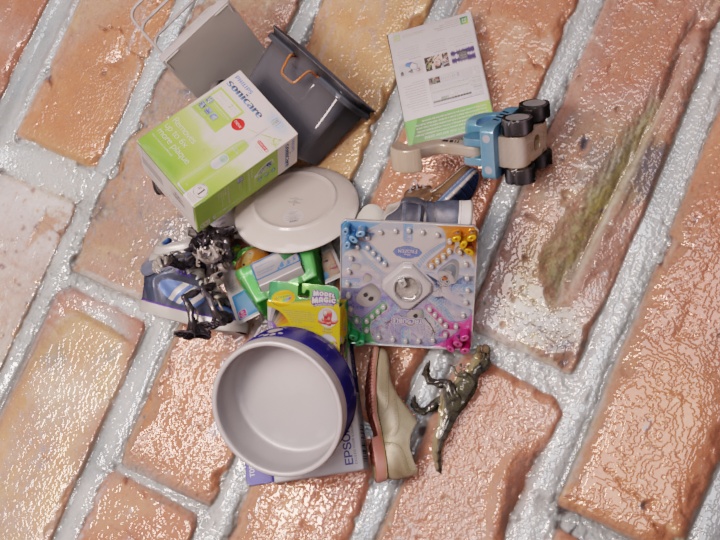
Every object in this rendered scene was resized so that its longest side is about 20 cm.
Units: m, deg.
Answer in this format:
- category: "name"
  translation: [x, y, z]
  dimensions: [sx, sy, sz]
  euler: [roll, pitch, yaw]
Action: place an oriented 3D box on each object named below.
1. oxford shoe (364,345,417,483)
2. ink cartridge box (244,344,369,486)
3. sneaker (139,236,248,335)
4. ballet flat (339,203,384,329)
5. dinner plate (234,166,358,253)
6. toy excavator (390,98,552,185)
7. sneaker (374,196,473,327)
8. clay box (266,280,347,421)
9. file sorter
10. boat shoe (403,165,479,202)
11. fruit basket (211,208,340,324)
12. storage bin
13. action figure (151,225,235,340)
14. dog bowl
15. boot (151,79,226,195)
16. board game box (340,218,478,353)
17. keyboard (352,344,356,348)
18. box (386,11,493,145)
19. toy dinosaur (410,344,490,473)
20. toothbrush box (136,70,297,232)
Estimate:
- category: "oxford shoe"
  translation: [0.046, 0.212, 1.671]
  dimensions: [0.073, 0.071, 0.203]
  euler: [-3, 78, -5]
- category: "ink cartridge box"
  translation: [-0.096, 0.217, 1.705]
  dimensions: [0.197, 0.043, 0.199]
  euler: [-11, 79, 10]
- category: "sneaker"
  translation: [-0.254, 0.014, 1.777]
  dimensions: [0.197, 0.080, 0.149]
  euler: [12, 84, 22]
- category: "ballet flat"
  translation: [0.000, 0.000, 1.691]
  dimensions: [0.068, 0.069, 0.203]
  euler: [10, 94, 16]
- category: "dinner plate"
  translation: [-0.101, -0.103, 1.745]
  dimensions: [0.197, 0.024, 0.202]
  euler: [-5, 45, 5]
- category: "toy excavator"
  translation: [0.168, -0.186, 1.683]
  dimensions: [0.198, 0.194, 0.101]
  euler: [7, 118, 31]
- category: "sneaker"
  translation: [0.085, -0.012, 1.658]
  dimensions: [0.144, 0.077, 0.205]
  euler: [4, 110, -1]
- category: "clay box"
  translation: [-0.077, 0.113, 1.637]
  dimensions: [0.113, 0.048, 0.203]
  euler: [5, 103, 16]
- category: "file sorter"
  translation: [-0.261, -0.378, 1.812]
  dimensions: [0.139, 0.200, 0.125]
  euler: [-42, 69, 1]
- category: "boat shoe"
  translation: [0.097, -0.095, 1.721]
  dimensions: [0.200, 0.072, 0.072]
  euler: [-45, 66, -2]
- category: "fruit basket"
  translation: [-0.140, -0.037, 1.754]
  dimensions: [0.183, 0.094, 0.202]
  euler: [-23, 65, 1]
- category: "storage bin"
  translation: [-0.099, -0.271, 1.786]
  dimensions: [0.200, 0.145, 0.135]
  euler: [42, 99, 19]
- category: "action figure"
  translation: [-0.244, -0.005, 1.694]
  dimensions: [0.118, 0.102, 0.203]
  euler: [-20, 64, 31]
- category: "dog bowl"
  translation: [-0.108, 0.185, 1.596]
  dimensions: [0.197, 0.079, 0.203]
  euler: [5, 106, 16]
- category: "boot"
  translation: [-0.279, -0.216, 1.823]
  dimensions: [0.130, 0.070, 0.203]
  euler: [10, 96, 16]
- category: "board game box"
  translation: [0.067, 0.027, 1.623]
  dimensions: [0.197, 0.026, 0.203]
  euler: [3, 116, 5]
- category: "keyboard"
  translation: [0.030, 0.055, 1.734]
  dimensions: [0.199, 0.011, 0.057]
  euler: [-38, 71, 2]
- category: "box"
  translation: [0.129, -0.298, 1.782]
  dimensions: [0.142, 0.036, 0.203]
  euler: [-13, 73, 11]
- category: "toy dinosaur"
  translation: [0.123, 0.189, 1.662]
  dimensions: [0.087, 0.047, 0.202]
  euler: [25, 87, 11]
- category: "toothbrush box"
  translation: [-0.214, -0.181, 1.696]
  dimensions: [0.199, 0.086, 0.146]
  euler: [-36, 73, -19]
